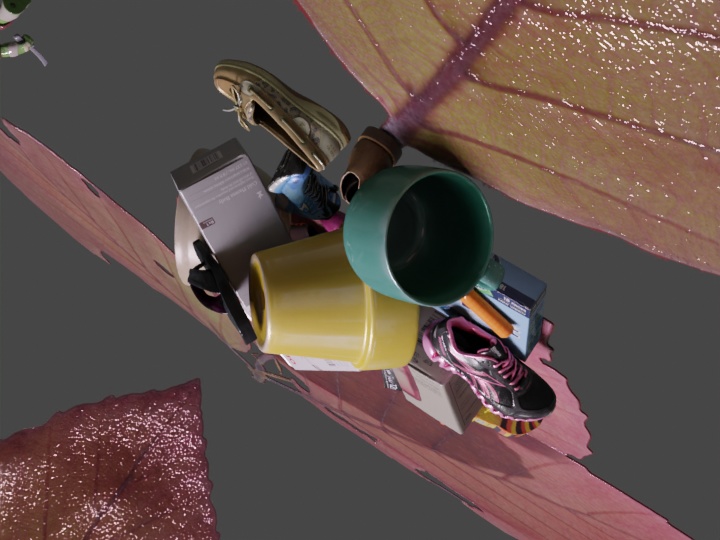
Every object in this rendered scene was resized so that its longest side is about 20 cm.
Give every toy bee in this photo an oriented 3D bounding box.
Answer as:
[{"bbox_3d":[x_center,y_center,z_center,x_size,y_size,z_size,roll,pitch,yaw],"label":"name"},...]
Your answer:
[{"bbox_3d":[0.178,0.210,2.027,0.200,0.109,0.131,30,165,24],"label":"toy bee"}]

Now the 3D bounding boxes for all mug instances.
[{"bbox_3d":[0.063,-0.029,1.467,0.114,0.152,0.185,14,135,55],"label":"mug"}]

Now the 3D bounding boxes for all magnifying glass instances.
[{"bbox_3d":[0.111,0.014,1.587,0.200,0.022,0.080,40,163,-17],"label":"magnifying glass"}]

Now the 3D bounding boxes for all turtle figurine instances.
[{"bbox_3d":[-0.557,-0.391,1.951,0.194,0.200,0.144,-34,80,51],"label":"turtle figurine"}]

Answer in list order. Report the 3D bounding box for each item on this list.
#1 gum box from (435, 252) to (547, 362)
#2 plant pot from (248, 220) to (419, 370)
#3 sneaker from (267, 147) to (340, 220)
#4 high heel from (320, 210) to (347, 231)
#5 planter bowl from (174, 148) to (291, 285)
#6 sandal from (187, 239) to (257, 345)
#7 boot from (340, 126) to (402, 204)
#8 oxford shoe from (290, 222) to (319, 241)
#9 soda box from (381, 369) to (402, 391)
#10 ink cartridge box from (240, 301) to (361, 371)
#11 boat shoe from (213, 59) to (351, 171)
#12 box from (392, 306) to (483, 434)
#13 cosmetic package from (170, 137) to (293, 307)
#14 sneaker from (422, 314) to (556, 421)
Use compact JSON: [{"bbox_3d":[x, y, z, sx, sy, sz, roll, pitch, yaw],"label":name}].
[{"bbox_3d":[0.152,0.028,1.661,0.170,0.045,0.200,31,165,17],"label":"gum box"},{"bbox_3d":[-0.041,0.033,1.678,0.189,0.201,0.201,-4,173,-15],"label":"plant pot"},{"bbox_3d":[-0.063,-0.113,1.702,0.090,0.078,0.200,25,172,6],"label":"sneaker"},{"bbox_3d":[0.000,0.000,1.819,0.200,0.096,0.067,41,164,-16],"label":"high heel"},{"bbox_3d":[-0.175,-0.071,1.873,0.134,0.201,0.200,6,158,8],"label":"planter bowl"},{"bbox_3d":[-0.195,0.027,1.712,0.200,0.048,0.075,55,169,46],"label":"sandal"},{"bbox_3d":[0.002,-0.101,1.560,0.074,0.076,0.200,32,165,9],"label":"boot"},{"bbox_3d":[-0.104,-0.048,1.975,0.200,0.073,0.071,33,-165,17],"label":"oxford shoe"},{"bbox_3d":[0.066,0.107,1.960,0.071,0.063,0.200,10,146,16],"label":"soda box"},{"bbox_3d":[-0.069,0.070,1.903,0.147,0.083,0.200,51,155,-18],"label":"ink cartridge box"},{"bbox_3d":[-0.106,-0.189,1.559,0.200,0.063,0.073,31,164,24],"label":"boat shoe"},{"bbox_3d":[0.124,0.126,1.857,0.109,0.128,0.200,30,163,24],"label":"box"},{"bbox_3d":[-0.161,-0.063,1.740,0.200,0.107,0.090,61,176,-27],"label":"cosmetic package"},{"bbox_3d":[0.175,0.125,1.700,0.200,0.079,0.095,34,156,0],"label":"sneaker"}]
